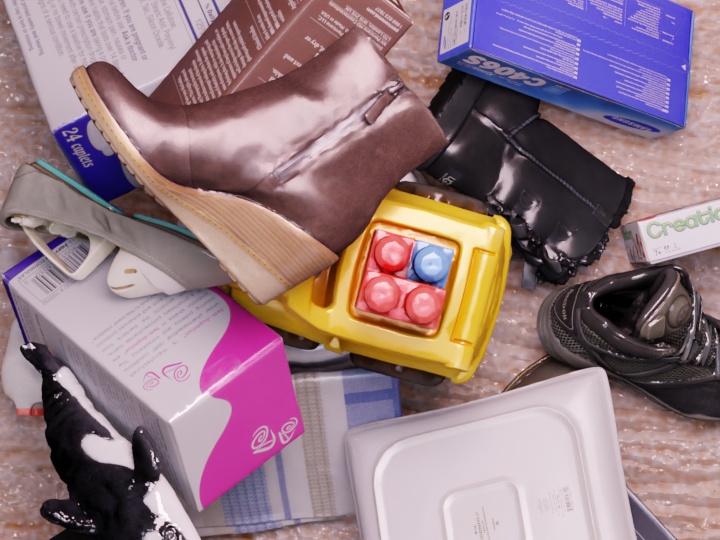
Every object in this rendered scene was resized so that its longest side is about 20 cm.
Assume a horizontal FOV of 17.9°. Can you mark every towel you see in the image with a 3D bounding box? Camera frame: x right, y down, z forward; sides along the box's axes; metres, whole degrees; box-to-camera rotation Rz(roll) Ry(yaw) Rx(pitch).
[{"bbox_3d":[-0.064,0.132,1.671,0.199,0.024,0.147,-7,128,2],"label":"towel"}]

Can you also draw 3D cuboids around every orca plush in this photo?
[{"bbox_3d":[-0.183,0.137,1.524,0.071,0.105,0.200,-23,75,-31],"label":"orca plush"}]

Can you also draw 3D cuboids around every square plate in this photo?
[{"bbox_3d":[0.089,0.177,1.574,0.198,0.028,0.201,-15,64,15],"label":"square plate"}]

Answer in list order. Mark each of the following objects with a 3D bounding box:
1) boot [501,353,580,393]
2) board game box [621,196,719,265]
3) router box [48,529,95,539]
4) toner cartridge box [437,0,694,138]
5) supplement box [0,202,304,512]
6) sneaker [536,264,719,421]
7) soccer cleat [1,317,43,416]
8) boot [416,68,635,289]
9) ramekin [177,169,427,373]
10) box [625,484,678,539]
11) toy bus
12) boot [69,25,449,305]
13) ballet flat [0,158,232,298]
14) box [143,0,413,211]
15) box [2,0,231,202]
[{"bbox_3d":[0.121,0.132,1.661,0.075,0.097,0.200,43,83,-6],"label":"boot"},{"bbox_3d":[0.293,-0.045,1.654,0.199,0.126,0.035,-15,89,1],"label":"board game box"},{"bbox_3d":[-0.148,0.228,1.622,0.157,0.200,0.052,11,89,0],"label":"router box"},{"bbox_3d":[0.150,-0.169,1.640,0.200,0.043,0.095,17,72,-31],"label":"toner cartridge box"},{"bbox_3d":[-0.143,0.058,1.581,0.101,0.104,0.200,-35,48,-22],"label":"supplement box"},{"bbox_3d":[0.237,0.054,1.648,0.199,0.114,0.076,21,72,-14],"label":"sneaker"},{"bbox_3d":[-0.168,0.068,1.693,0.199,0.069,0.078,-1,86,4],"label":"soccer cleat"},{"bbox_3d":[0.135,-0.100,1.682,0.162,0.073,0.199,39,67,-12],"label":"boot"},{"bbox_3d":[-0.040,-0.022,1.675,0.200,0.098,0.201,0,90,1],"label":"ramekin"},{"bbox_3d":[0.156,0.263,1.628,0.200,0.107,0.148,-41,131,0],"label":"box"},{"bbox_3d":[0.000,0.000,1.530,0.199,0.192,0.136,15,91,2],"label":"toy bus"},{"bbox_3d":[-0.064,-0.097,1.433,0.166,0.072,0.200,-44,99,-1],"label":"boot"},{"bbox_3d":[-0.164,-0.014,1.552,0.200,0.067,0.064,25,82,29],"label":"ballet flat"},{"bbox_3d":[-0.063,-0.128,1.503,0.075,0.100,0.200,36,107,-29],"label":"box"},{"bbox_3d":[-0.140,-0.177,1.636,0.200,0.105,0.184,-25,55,2],"label":"box"}]
